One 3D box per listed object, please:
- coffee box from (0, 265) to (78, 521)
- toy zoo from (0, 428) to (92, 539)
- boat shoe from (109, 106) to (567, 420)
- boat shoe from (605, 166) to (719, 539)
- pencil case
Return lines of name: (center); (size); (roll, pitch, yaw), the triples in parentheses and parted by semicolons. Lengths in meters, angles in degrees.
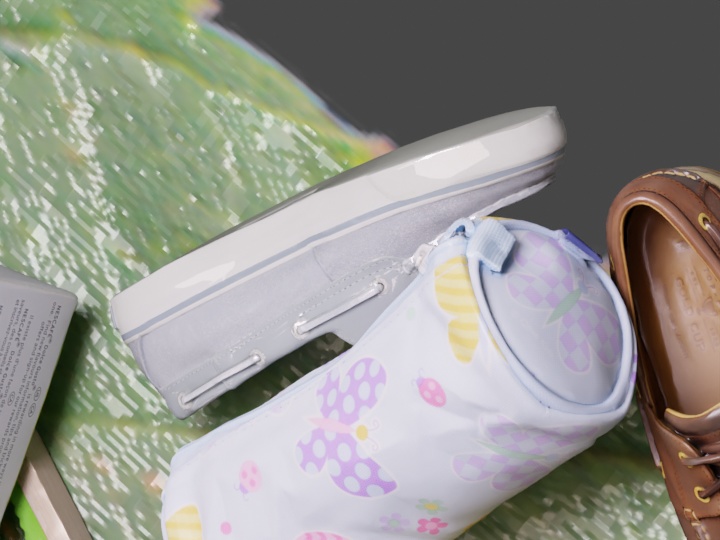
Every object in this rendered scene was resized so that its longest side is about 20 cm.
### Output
coffee box: (-0.266, 0.062, 1.118); (0.199, 0.197, 0.201); (20, 92, 28)
toy zoo: (-0.193, 0.159, 1.201); (0.199, 0.020, 0.132); (-32, 79, 19)
boat shoe: (-0.001, 0.000, 1.103); (0.200, 0.070, 0.072); (-24, 95, 23)
boat shoe: (0.134, 0.059, 1.042); (0.072, 0.067, 0.201); (-23, 83, 20)
pencil case: (0.011, 0.061, 1.054); (0.090, 0.083, 0.200); (33, 131, -20)
